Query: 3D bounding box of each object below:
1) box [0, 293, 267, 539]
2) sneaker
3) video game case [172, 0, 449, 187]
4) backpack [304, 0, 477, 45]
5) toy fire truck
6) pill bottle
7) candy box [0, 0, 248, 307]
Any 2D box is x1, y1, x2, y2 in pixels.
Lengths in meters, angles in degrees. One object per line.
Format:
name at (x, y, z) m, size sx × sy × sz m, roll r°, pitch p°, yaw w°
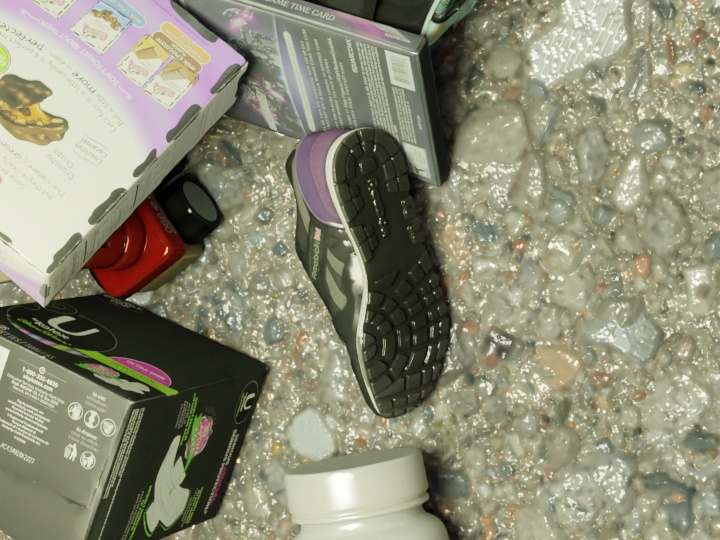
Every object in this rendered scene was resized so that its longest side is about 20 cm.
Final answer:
box at (-0.182, 0.103, 1.202) m, size 0.148 × 0.200 × 0.125 m, roll 24°, pitch 101°, yaw 20°
sneaker at (0.000, 0.000, 1.203) m, size 0.087 × 0.076 × 0.200 m, roll 5°, pitch 108°, yaw 54°
video game case at (-0.040, -0.131, 1.170) m, size 0.200 × 0.143 × 0.019 m, roll 21°, pitch 63°, yaw 21°
backpack at (0.011, -0.232, 1.117) m, size 0.177 × 0.151 × 0.200 m, roll 39°, pitch 147°, yaw 12°
toy fire truck at (-0.220, -0.056, 1.207) m, size 0.129 × 0.200 × 0.176 m, roll -36°, pitch 80°, yaw 20°
pill bottle at (0.011, 0.226, 1.178) m, size 0.113 × 0.113 × 0.200 m, roll -10°, pitch 90°, yaw 23°
candy box at (-0.202, -0.107, 1.139) m, size 0.168 × 0.072 × 0.200 m, roll 39°, pitch 70°, yaw 3°
